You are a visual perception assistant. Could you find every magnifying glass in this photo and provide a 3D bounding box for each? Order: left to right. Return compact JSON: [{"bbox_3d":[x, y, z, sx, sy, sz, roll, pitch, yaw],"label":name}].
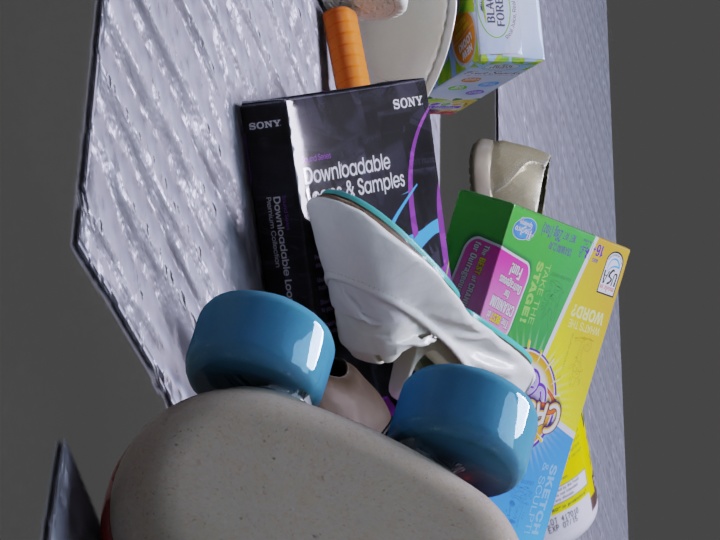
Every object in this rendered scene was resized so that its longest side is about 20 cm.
[{"bbox_3d":[0.006,-0.061,1.579,0.080,0.022,0.201,20,54,-64],"label":"magnifying glass"}]

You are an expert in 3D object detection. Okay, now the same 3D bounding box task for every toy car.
[{"bbox_3d":[-0.035,0.146,1.125,0.200,0.176,0.185,118,-10,-58],"label":"toy car"}]

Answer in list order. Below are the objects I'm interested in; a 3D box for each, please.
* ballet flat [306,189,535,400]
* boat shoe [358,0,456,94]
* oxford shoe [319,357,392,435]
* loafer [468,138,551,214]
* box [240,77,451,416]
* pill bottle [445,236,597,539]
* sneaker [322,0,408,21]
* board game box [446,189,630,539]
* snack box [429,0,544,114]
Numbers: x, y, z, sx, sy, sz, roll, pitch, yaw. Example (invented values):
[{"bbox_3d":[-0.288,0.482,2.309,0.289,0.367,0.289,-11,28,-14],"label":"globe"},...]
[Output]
[{"bbox_3d":[0.027,0.032,1.393,0.200,0.069,0.070,43,39,-46],"label":"ballet flat"},{"bbox_3d":[0.023,-0.198,1.683,0.060,0.071,0.201,-174,-97,-89],"label":"boat shoe"},{"bbox_3d":[-0.037,0.094,1.282,0.085,0.073,0.200,56,19,-5],"label":"oxford shoe"},{"bbox_3d":[0.127,-0.005,2.049,0.076,0.068,0.201,-37,120,-76],"label":"loafer"},{"bbox_3d":[0.000,0.000,1.434,0.143,0.036,0.201,-15,97,-56],"label":"box"},{"bbox_3d":[0.088,0.080,1.726,0.109,0.109,0.201,-67,148,-66],"label":"pill bottle"},{"bbox_3d":[-0.003,-0.237,1.554,0.200,0.076,0.112,64,28,-68],"label":"sneaker"},{"bbox_3d":[0.085,0.065,1.600,0.153,0.040,0.201,16,90,-55],"label":"board game box"},{"bbox_3d":[0.061,-0.217,1.745,0.142,0.053,0.201,153,-66,-66],"label":"snack box"}]
